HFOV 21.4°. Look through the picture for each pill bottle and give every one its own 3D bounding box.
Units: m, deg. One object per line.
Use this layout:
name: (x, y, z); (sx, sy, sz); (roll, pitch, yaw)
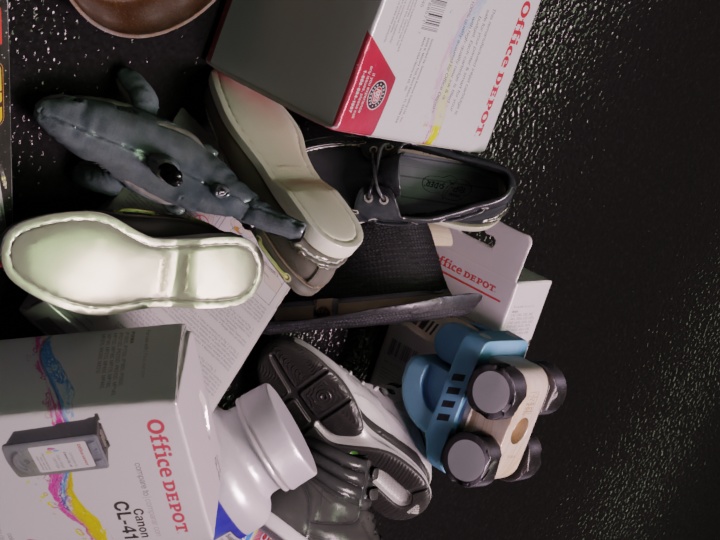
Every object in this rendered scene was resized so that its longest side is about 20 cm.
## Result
pill bottle: (-0.139, 0.170, 1.475); (0.199, 0.112, 0.112); (-30, 142, 3)

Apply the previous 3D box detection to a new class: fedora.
fedora: (0.000, 0.000, 1.565); (0.200, 0.200, 0.092); (-4, 88, -50)

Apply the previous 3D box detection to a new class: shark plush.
shark plush: (-0.136, -0.062, 1.334); (0.091, 0.200, 0.083); (-51, 177, 3)

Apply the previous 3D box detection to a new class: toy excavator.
toy excavator: (0.077, 0.070, 1.662); (0.100, 0.200, 0.195); (0, 113, -57)

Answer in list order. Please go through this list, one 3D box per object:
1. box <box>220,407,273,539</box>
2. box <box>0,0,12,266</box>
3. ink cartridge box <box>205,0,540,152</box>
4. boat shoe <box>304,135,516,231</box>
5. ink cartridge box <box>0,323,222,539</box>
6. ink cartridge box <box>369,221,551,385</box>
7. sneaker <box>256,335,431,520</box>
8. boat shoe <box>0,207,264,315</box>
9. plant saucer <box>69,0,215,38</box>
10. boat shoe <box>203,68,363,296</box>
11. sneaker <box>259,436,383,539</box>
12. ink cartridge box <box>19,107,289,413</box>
box: (-0.140, 0.218, 1.583); (0.200, 0.095, 0.100); (-57, 145, -7)
box: (-0.292, -0.076, 1.238); (0.137, 0.040, 0.201); (-24, 131, -40)
ink cartridge box: (0.015, -0.188, 1.457); (0.200, 0.144, 0.146); (5, 109, -53)
boat shoe: (0.030, -0.070, 1.481); (0.198, 0.066, 0.075); (12, 74, -16)
ink cartridge box: (-0.209, 0.123, 1.345); (0.086, 0.199, 0.148); (-87, 170, -50)
ink cartridge box: (0.097, 0.041, 1.742); (0.068, 0.116, 0.201); (-1, 115, -55)
sneaker: (-0.010, 0.119, 1.665); (0.076, 0.201, 0.115); (-36, -164, 23)
boat shoe: (-0.168, -0.008, 1.348); (0.200, 0.061, 0.072); (6, 101, -33)
plant saucer: (-0.143, -0.260, 1.307); (0.200, 0.034, 0.201); (-30, 134, -37)
boat shoe: (-0.070, -0.069, 1.406); (0.072, 0.202, 0.060); (3, 133, -42)
sneaker: (0.004, 0.212, 1.562); (0.200, 0.071, 0.099); (39, 76, -21)
ink cartridge box: (-0.141, 0.004, 1.432); (0.161, 0.050, 0.200); (45, 56, -22)
